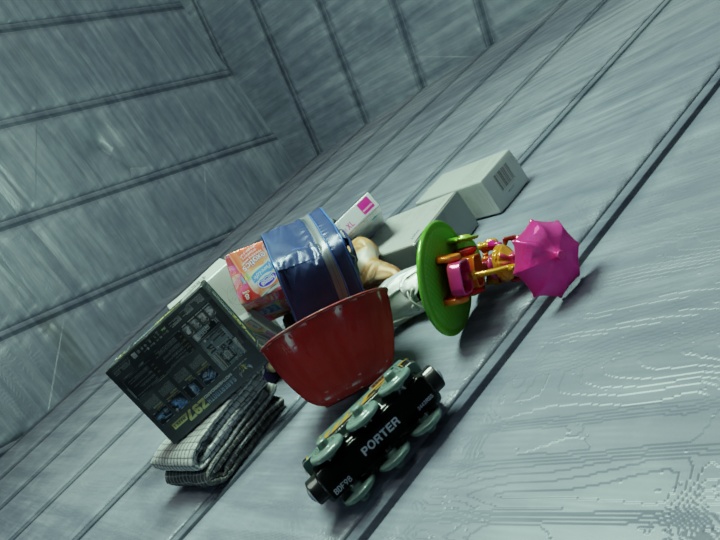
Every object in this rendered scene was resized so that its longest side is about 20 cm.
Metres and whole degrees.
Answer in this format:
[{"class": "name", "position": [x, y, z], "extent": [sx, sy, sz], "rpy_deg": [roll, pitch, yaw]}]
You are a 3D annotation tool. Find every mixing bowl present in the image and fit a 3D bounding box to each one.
[{"class": "mixing bowl", "position": [-0.027, 0.117, 0.963], "extent": [0.196, 0.110, 0.200], "rpy_deg": [-26, -10, -5]}]

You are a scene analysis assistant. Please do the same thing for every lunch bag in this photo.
[{"class": "lunch bag", "position": [-0.067, -0.007, 1.094], "extent": [0.130, 0.138, 0.200], "rpy_deg": [-23, 28, -6]}]

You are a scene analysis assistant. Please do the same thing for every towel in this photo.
[{"class": "towel", "position": [-0.228, 0.256, 1.139], "extent": [0.164, 0.086, 0.201], "rpy_deg": [-22, 24, 50]}]

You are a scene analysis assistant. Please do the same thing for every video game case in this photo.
[{"class": "video game case", "position": [-0.210, 0.146, 1.300], "extent": [0.198, 0.142, 0.018], "rpy_deg": [-26, 40, 36]}]

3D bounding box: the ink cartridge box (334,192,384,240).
[{"class": "ink cartridge box", "position": [-0.010, -0.073, 1.319], "extent": [0.119, 0.042, 0.200], "rpy_deg": [-43, -10, -1]}]

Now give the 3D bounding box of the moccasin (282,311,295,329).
[{"class": "moccasin", "position": [-0.076, 0.087, 1.284], "extent": [0.077, 0.075, 0.200], "rpy_deg": [-30, 3, -37]}]

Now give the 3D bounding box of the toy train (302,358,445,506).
[{"class": "toy train", "position": [0.014, 0.183, 0.808], "extent": [0.199, 0.086, 0.114], "rpy_deg": [-43, 4, -9]}]

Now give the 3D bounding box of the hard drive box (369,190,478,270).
[{"class": "hard drive box", "position": [0.090, -0.045, 1.263], "extent": [0.198, 0.077, 0.156], "rpy_deg": [-18, 26, 53]}]

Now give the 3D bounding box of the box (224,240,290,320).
[{"class": "box", "position": [-0.171, 0.024, 1.278], "extent": [0.100, 0.097, 0.200], "rpy_deg": [-20, -14, -5]}]

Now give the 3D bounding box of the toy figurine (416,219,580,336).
[{"class": "toy figurine", "position": [0.195, -0.007, 0.901], "extent": [0.181, 0.154, 0.199], "rpy_deg": [-10, 4, 33]}]

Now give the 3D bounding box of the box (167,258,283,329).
[{"class": "box", "position": [-0.273, 0.104, 1.439], "extent": [0.152, 0.202, 0.106], "rpy_deg": [-41, 17, -14]}]

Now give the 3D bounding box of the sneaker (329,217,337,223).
[{"class": "sneaker", "position": [-0.086, -0.016, 1.419], "extent": [0.095, 0.078, 0.204], "rpy_deg": [-12, -56, -65]}]

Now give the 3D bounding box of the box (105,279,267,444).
[{"class": "box", "position": [-0.262, 0.141, 1.076], "extent": [0.199, 0.158, 0.051], "rpy_deg": [-41, 14, 2]}]

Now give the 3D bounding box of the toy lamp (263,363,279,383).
[{"class": "toy lamp", "position": [-0.127, 0.155, 1.236], "extent": [0.198, 0.059, 0.059], "rpy_deg": [-27, 19, 35]}]

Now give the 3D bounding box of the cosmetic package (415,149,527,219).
[{"class": "cosmetic package", "position": [0.202, -0.145, 1.304], "extent": [0.102, 0.075, 0.199], "rpy_deg": [-45, 15, -26]}]

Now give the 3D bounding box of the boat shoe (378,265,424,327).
[{"class": "boat shoe", "position": [0.092, 0.026, 1.068], "extent": [0.199, 0.074, 0.065], "rpy_deg": [-38, 11, 5]}]

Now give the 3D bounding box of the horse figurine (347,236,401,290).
[{"class": "horse figurine", "position": [0.000, 0.000, 1.190], "extent": [0.132, 0.050, 0.202], "rpy_deg": [-44, 34, 16]}]
